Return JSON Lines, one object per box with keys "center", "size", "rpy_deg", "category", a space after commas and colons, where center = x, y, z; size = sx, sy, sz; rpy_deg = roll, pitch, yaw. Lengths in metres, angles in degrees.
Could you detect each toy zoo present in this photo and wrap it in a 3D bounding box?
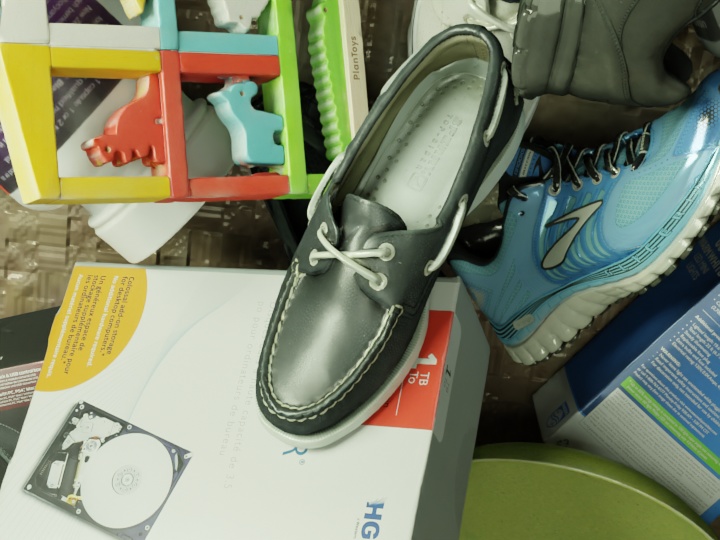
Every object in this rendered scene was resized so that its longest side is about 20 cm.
{"center": [-0.086, -0.095, 0.691], "size": [0.199, 0.020, 0.132], "rpy_deg": [-3, 86, -33], "category": "toy zoo"}

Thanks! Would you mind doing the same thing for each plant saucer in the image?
{"center": [0.105, 0.150, 0.833], "size": [0.199, 0.031, 0.201], "rpy_deg": [12, 140, 10], "category": "plant saucer"}

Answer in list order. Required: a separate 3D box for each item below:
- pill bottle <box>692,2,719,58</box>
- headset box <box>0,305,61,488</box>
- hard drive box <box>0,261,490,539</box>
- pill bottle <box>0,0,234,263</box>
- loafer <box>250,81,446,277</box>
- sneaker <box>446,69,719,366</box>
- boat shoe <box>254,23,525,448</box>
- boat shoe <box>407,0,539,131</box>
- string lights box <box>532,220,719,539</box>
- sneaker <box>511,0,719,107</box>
{"center": [0.190, -0.165, 0.708], "size": [0.113, 0.114, 0.201], "rpy_deg": [-25, 110, 9], "category": "pill bottle"}
{"center": [-0.206, 0.116, 0.832], "size": [0.148, 0.077, 0.201], "rpy_deg": [-10, 112, 4], "category": "headset box"}
{"center": [-0.052, 0.083, 0.730], "size": [0.199, 0.157, 0.077], "rpy_deg": [2, 151, 18], "category": "hard drive box"}
{"center": [-0.153, -0.099, 0.731], "size": [0.200, 0.112, 0.111], "rpy_deg": [43, 105, -15], "category": "pill bottle"}
{"center": [0.000, 0.000, 0.792], "size": [0.068, 0.070, 0.201], "rpy_deg": [-27, 109, 10], "category": "loafer"}
{"center": [0.108, -0.032, 0.753], "size": [0.090, 0.078, 0.200], "rpy_deg": [42, 132, -4], "category": "sneaker"}
{"center": [0.007, -0.019, 0.685], "size": [0.075, 0.060, 0.201], "rpy_deg": [19, 71, 20], "category": "boat shoe"}
{"center": [0.066, -0.139, 0.739], "size": [0.070, 0.070, 0.201], "rpy_deg": [9, 110, -4], "category": "boat shoe"}
{"center": [0.197, 0.042, 0.817], "size": [0.103, 0.059, 0.200], "rpy_deg": [41, 105, -15], "category": "string lights box"}
{"center": [0.121, -0.155, 0.642], "size": [0.090, 0.076, 0.201], "rpy_deg": [14, 131, 7], "category": "sneaker"}
